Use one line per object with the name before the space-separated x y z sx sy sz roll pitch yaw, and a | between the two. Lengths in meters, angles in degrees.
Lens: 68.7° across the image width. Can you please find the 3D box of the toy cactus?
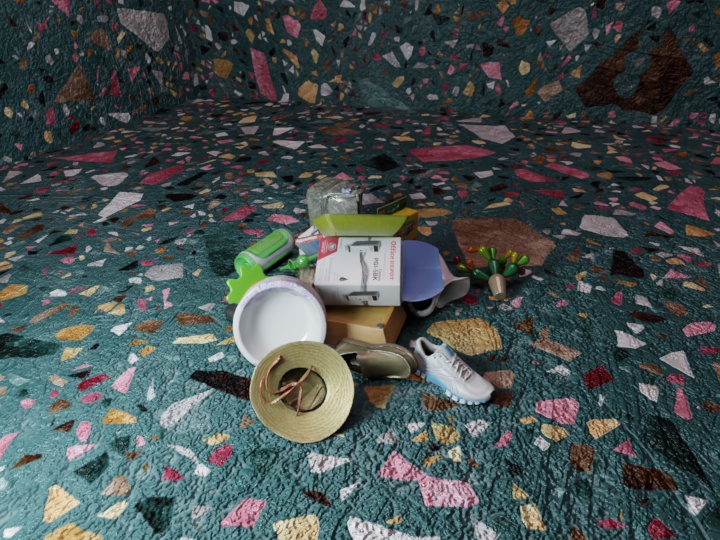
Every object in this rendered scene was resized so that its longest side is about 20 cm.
toy cactus | 0.355 0.009 1.412 0.196 0.103 0.167 0 49 0

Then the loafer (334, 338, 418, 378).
loafer | 0.026 0.197 1.119 0.197 0.077 0.067 3 30 29

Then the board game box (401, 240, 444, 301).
board game box | 0.121 0.010 1.306 0.155 0.039 0.202 -3 47 2

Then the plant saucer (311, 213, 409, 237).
plant saucer | -0.006 -0.105 1.265 0.197 0.049 0.199 0 2 -15

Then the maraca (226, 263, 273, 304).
maraca | -0.226 0.074 1.251 0.138 0.200 0.107 -50 8 -20

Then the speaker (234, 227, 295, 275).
speaker | -0.275 -0.051 1.541 0.087 0.090 0.200 15 35 27

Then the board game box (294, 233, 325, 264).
board game box | -0.096 -0.055 1.440 0.101 0.200 0.020 -11 70 11

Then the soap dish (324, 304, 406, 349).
soap dish | -0.005 0.119 1.238 0.197 0.082 0.158 8 32 19

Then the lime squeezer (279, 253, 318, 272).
lime squeezer | -0.163 -0.026 1.412 0.198 0.038 0.071 -20 22 32

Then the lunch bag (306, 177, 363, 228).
lunch bag | -0.062 -0.178 1.625 0.166 0.203 0.139 13 34 27

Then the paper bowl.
paper bowl | -0.171 0.112 1.151 0.197 0.204 0.104 -4 9 -4

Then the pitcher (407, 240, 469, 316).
pitcher | 0.158 0.021 1.373 0.170 0.122 0.200 -32 51 -20

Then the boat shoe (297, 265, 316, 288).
boat shoe | -0.124 0.039 1.388 0.068 0.075 0.201 -12 31 -5

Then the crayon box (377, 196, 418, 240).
crayon box | 0.102 -0.089 1.460 0.050 0.203 0.126 23 38 38

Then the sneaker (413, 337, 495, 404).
sneaker | 0.185 0.200 1.084 0.198 0.088 0.075 23 37 34

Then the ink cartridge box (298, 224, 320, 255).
ink cartridge box | -0.074 -0.094 1.471 0.115 0.068 0.199 8 -25 -38

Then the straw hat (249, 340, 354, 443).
straw hat | -0.114 0.235 1.040 0.198 0.204 0.085 -8 -12 -9

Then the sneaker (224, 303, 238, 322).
sneaker | -0.258 0.073 1.348 0.199 0.077 0.090 -24 29 -37

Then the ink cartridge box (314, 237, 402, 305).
ink cartridge box | 0.000 0.000 1.233 0.197 0.083 0.148 0 52 5
